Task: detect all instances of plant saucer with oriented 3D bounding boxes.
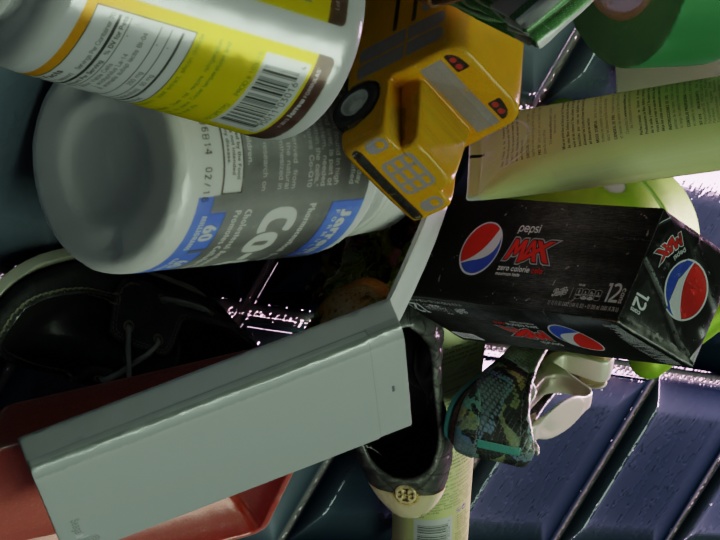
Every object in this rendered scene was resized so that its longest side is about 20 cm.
[{"bbox_3d":[-0.128,0.108,1.585,0.200,0.037,0.200,-13,153,-23],"label":"plant saucer"}]

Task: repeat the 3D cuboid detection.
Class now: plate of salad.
[{"bbox_3d":[0.000,0.000,1.640,0.200,0.048,0.200,-156,-90,-84],"label":"plate of salad"}]

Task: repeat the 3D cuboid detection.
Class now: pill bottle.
[{"bbox_3d":[-0.105,-0.133,1.348,0.200,0.109,0.109,15,112,-32],"label":"pill bottle"},{"bbox_3d":[-0.062,-0.060,1.507,0.200,0.114,0.114,-7,127,-48],"label":"pill bottle"}]

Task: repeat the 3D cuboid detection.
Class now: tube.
[{"bbox_3d":[0.048,0.108,1.882,0.058,0.052,0.200,-64,161,-48],"label":"tube"},{"bbox_3d":[0.157,-0.074,1.573,0.200,0.052,0.058,-8,173,8],"label":"tube"}]

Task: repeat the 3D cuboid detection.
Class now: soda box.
[{"bbox_3d":[0.110,0.004,1.603,0.063,0.200,0.071,33,75,-34],"label":"soda box"}]

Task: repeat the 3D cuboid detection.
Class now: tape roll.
[{"bbox_3d":[0.157,-0.209,1.550,0.048,0.200,0.200,-5,130,-19],"label":"tape roll"}]

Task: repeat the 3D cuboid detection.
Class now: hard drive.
[{"bbox_3d":[-0.072,0.084,1.513,0.200,0.026,0.132,-21,155,-7],"label":"hard drive"}]

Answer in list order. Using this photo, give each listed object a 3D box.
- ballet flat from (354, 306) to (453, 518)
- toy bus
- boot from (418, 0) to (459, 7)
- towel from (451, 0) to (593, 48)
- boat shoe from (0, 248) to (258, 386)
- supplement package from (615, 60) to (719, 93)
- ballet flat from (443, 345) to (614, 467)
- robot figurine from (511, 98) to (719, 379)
[{"bbox_3d":[0.022,0.083,1.793,0.057,0.066,0.200,-84,172,-49],"label":"ballet flat"},{"bbox_3d":[0.041,-0.122,1.507,0.078,0.200,0.065,-25,127,28],"label":"toy bus"},{"bbox_3d":[0.051,-0.217,1.446,0.200,0.155,0.077,-36,135,-20],"label":"boot"},{"bbox_3d":[0.080,-0.190,1.477,0.153,0.200,0.023,-42,128,-13],"label":"towel"},{"bbox_3d":[-0.127,0.035,1.567,0.200,0.068,0.072,13,113,-54],"label":"boat shoe"},{"bbox_3d":[0.234,-0.175,1.754,0.120,0.121,0.200,-37,146,-23],"label":"supplement package"},{"bbox_3d":[0.124,0.065,1.853,0.200,0.074,0.074,-48,155,-46],"label":"ballet flat"},{"bbox_3d":[0.142,-0.014,1.777,0.116,0.175,0.200,-37,174,16],"label":"robot figurine"}]
